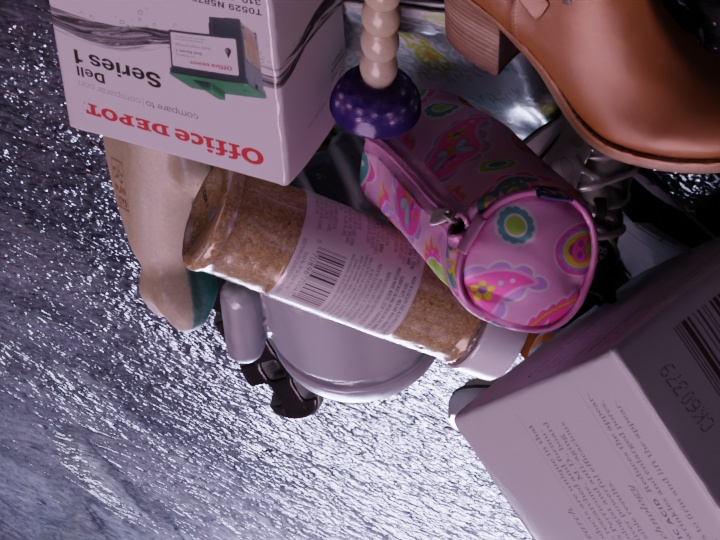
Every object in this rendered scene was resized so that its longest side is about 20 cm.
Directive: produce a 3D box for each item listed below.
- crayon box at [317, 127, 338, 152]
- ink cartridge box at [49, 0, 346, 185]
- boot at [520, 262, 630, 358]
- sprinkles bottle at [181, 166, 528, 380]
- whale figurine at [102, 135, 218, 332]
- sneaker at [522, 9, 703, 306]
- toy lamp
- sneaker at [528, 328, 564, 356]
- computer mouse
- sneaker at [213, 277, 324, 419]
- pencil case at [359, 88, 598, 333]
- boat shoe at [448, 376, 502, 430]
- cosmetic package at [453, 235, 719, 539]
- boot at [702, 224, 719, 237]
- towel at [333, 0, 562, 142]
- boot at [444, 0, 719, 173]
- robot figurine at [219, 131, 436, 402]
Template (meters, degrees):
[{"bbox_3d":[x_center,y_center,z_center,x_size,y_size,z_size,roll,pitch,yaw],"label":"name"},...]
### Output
[{"bbox_3d":[-0.028,-0.061,1.835,0.200,0.051,0.127,21,160,6],"label":"crayon box"},{"bbox_3d":[-0.091,-0.156,1.531,0.146,0.084,0.200,16,137,20],"label":"ink cartridge box"},{"bbox_3d":[0.110,0.007,1.780,0.200,0.068,0.188,51,173,48],"label":"boot"},{"bbox_3d":[0.000,0.000,1.616,0.200,0.068,0.068,21,161,-18],"label":"sprinkles bottle"},{"bbox_3d":[-0.098,-0.067,1.716,0.104,0.200,0.159,-7,-170,-19],"label":"whale figurine"},{"bbox_3d":[0.140,-0.049,1.543,0.076,0.116,0.201,5,147,-19],"label":"sneaker"},{"bbox_3d":[0.011,-0.158,1.480,0.058,0.058,0.200,18,138,12],"label":"toy lamp"},{"bbox_3d":[0.170,0.101,1.703,0.200,0.078,0.112,12,122,-21],"label":"sneaker"},{"bbox_3d":[0.199,0.010,1.668,0.200,0.044,0.110,43,168,27],"label":"computer mouse"},{"bbox_3d":[-0.066,-0.008,1.842,0.074,0.089,0.200,-6,121,43],"label":"sneaker"},{"bbox_3d":[0.061,-0.035,1.522,0.087,0.087,0.200,32,-172,-23],"label":"pencil case"},{"bbox_3d":[0.150,0.080,1.894,0.200,0.066,0.072,3,161,-19],"label":"boat shoe"},{"bbox_3d":[0.190,0.086,1.532,0.165,0.165,0.200,56,155,-2],"label":"cosmetic package"},{"bbox_3d":[0.215,0.046,1.778,0.075,0.097,0.200,20,159,10],"label":"boot"},{"bbox_3d":[0.042,-0.120,1.621,0.171,0.048,0.200,13,158,27],"label":"towel"},{"bbox_3d":[0.128,-0.143,1.408,0.200,0.077,0.155,33,147,21],"label":"boot"},{"bbox_3d":[-0.007,0.005,1.736,0.169,0.113,0.200,-19,142,-4],"label":"robot figurine"}]
